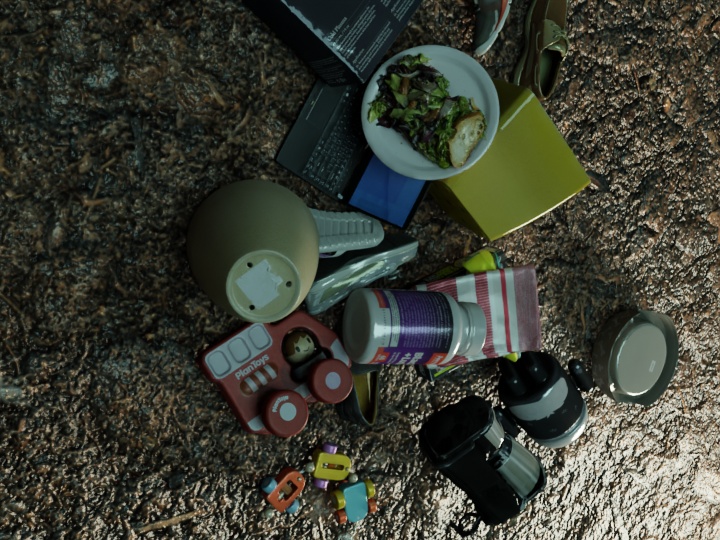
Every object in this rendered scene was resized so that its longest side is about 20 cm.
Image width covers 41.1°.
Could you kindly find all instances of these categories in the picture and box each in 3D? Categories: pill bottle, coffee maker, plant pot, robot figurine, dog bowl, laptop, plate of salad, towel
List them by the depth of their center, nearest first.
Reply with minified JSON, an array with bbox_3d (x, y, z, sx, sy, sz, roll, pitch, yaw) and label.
[{"bbox_3d":[-0.135,-0.007,1.254,0.186,0.200,0.188,-3,107,-9],"label":"plant pot"},{"bbox_3d":[0.099,-0.230,1.373,0.199,0.048,0.201,-1,83,7],"label":"plate of salad"},{"bbox_3d":[0.010,-0.185,1.405,0.200,0.103,0.178,32,82,-34],"label":"laptop"},{"bbox_3d":[0.083,0.085,1.439,0.199,0.111,0.112,3,99,-24],"label":"pill bottle"},{"bbox_3d":[0.197,-0.165,1.490,0.176,0.200,0.200,-45,122,-5],"label":"plant pot"},{"bbox_3d":[0.188,0.074,1.527,0.199,0.023,0.145,-10,105,-5],"label":"towel"},{"bbox_3d":[0.192,0.336,1.623,0.192,0.135,0.200,-52,122,-13],"label":"coffee maker"},{"bbox_3d":[0.319,0.223,1.692,0.200,0.150,0.125,51,50,-30],"label":"robot figurine"},{"bbox_3d":[0.528,0.167,1.855,0.199,0.059,0.201,-8,106,-32],"label":"dog bowl"}]

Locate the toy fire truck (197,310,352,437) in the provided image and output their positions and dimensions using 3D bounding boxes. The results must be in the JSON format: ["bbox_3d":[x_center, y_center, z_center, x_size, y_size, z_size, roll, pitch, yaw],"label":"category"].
[{"bbox_3d":[-0.117,0.140,1.399,0.200,0.112,0.168,-34,99,-24],"label":"toy fire truck"}]

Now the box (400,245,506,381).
[{"bbox_3d":[0.166,0.070,1.601,0.200,0.044,0.161,-26,114,-26],"label":"box"}]

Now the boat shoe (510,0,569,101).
[{"bbox_3d":[0.312,-0.370,1.583,0.075,0.074,0.201,11,94,-35],"label":"boat shoe"}]

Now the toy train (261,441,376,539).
[{"bbox_3d":[-0.067,0.350,1.504,0.200,0.056,0.150,45,76,-29],"label":"toy train"}]

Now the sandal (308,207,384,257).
[{"bbox_3d":[-0.058,-0.049,1.418,0.202,0.083,0.050,3,142,-27],"label":"sandal"}]

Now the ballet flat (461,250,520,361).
[{"bbox_3d":[0.208,0.064,1.571,0.067,0.067,0.201,-18,108,-7],"label":"ballet flat"}]

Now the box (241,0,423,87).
[{"bbox_3d":[-0.026,-0.390,1.325,0.182,0.104,0.200,41,77,-27],"label":"box"}]

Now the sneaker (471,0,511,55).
[{"bbox_3d":[0.195,-0.441,1.507,0.082,0.077,0.201,15,91,-8],"label":"sneaker"}]

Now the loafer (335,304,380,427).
[{"bbox_3d":[0.006,0.145,1.493,0.073,0.072,0.201,-10,105,-30],"label":"loafer"}]

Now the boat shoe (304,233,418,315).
[{"bbox_3d":[0.000,0.001,1.461,0.201,0.074,0.065,-26,120,-22],"label":"boat shoe"}]
